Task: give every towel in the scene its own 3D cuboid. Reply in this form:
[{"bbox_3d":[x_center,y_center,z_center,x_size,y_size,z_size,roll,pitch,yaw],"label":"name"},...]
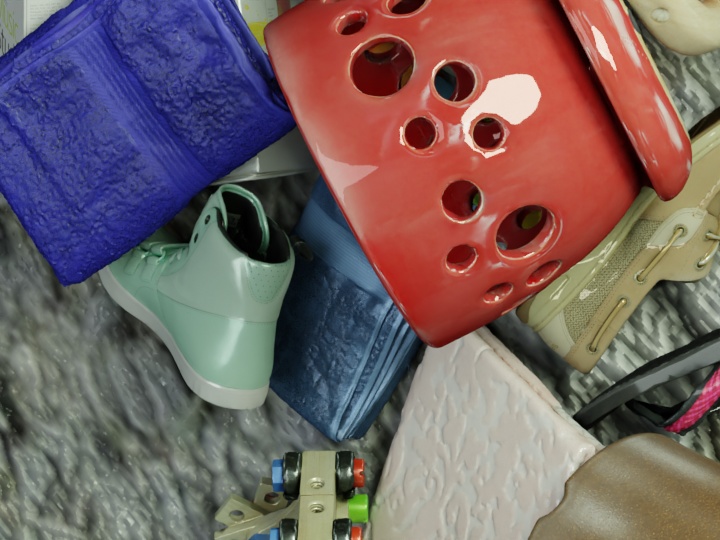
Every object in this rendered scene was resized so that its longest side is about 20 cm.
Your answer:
[{"bbox_3d":[-0.147,-0.099,1.746,0.200,0.050,0.148,-36,85,24],"label":"towel"},{"bbox_3d":[0.066,0.147,1.713,0.191,0.032,0.201,44,120,53],"label":"towel"},{"bbox_3d":[0.000,0.000,1.777,0.112,0.048,0.200,39,115,26],"label":"towel"}]

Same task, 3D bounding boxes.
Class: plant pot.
[{"bbox_3d":[0.201,0.197,1.584,0.198,0.200,0.201,32,112,37],"label":"plant pot"},{"bbox_3d":[0.070,-0.083,1.554,0.182,0.200,0.201,-26,79,7],"label":"plant pot"}]

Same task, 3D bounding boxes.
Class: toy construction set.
[{"bbox_3d":[-0.031,0.187,1.763,0.200,0.092,0.131,-112,16,-52],"label":"toy construction set"}]

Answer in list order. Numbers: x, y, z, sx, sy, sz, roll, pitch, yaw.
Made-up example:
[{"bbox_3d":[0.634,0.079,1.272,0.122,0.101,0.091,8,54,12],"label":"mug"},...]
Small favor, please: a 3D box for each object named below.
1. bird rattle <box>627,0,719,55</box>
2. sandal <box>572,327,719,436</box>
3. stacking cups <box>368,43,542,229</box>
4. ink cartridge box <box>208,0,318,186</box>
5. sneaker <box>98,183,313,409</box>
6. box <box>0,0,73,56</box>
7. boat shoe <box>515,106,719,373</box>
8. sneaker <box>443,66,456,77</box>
[{"bbox_3d":[0.165,-0.184,1.549,0.112,0.163,0.200,-10,133,26],"label":"bird rattle"},{"bbox_3d":[0.204,0.058,1.632,0.200,0.075,0.045,-27,91,31],"label":"sandal"},{"bbox_3d":[0.045,-0.081,1.698,0.200,0.060,0.061,36,113,23],"label":"stacking cups"},{"bbox_3d":[-0.108,-0.151,1.813,0.145,0.083,0.201,-5,91,35],"label":"ink cartridge box"},{"bbox_3d":[-0.096,-0.013,1.800,0.200,0.074,0.119,46,126,48],"label":"sneaker"},{"bbox_3d":[-0.217,-0.184,1.844,0.144,0.036,0.201,-129,38,-56],"label":"box"},{"bbox_3d":[0.176,-0.024,1.647,0.065,0.071,0.200,45,114,1],"label":"boat shoe"},{"bbox_3d":[0.026,-0.168,1.708,0.200,0.093,0.070,38,71,10],"label":"sneaker"}]
